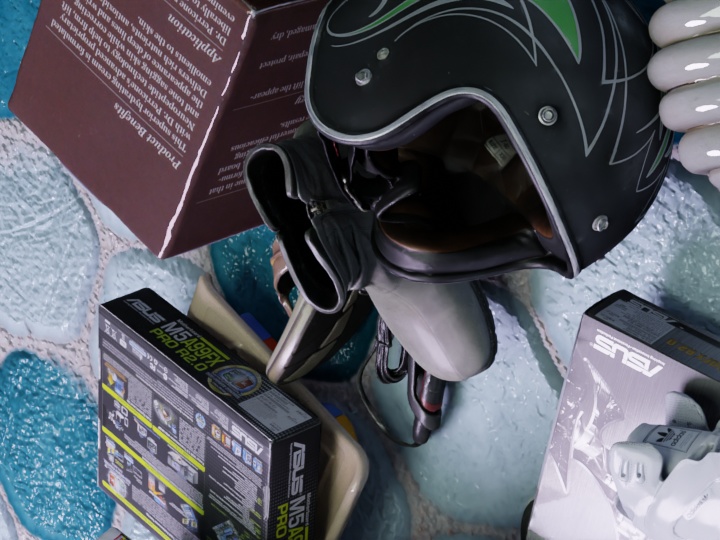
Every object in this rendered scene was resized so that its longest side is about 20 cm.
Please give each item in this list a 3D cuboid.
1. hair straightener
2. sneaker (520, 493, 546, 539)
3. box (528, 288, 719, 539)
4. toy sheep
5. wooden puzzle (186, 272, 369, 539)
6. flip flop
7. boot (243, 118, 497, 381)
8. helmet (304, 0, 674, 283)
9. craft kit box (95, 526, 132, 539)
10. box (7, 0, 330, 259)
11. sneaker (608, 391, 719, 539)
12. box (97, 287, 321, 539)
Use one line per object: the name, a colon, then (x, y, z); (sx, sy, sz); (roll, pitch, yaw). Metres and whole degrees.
hair straightener: (0.036, 0.027, 1.550); (0.077, 0.041, 0.201); (29, 127, 34)
sneaker: (0.128, 0.238, 1.495); (0.075, 0.088, 0.201); (-6, 99, 47)
box: (0.204, 0.124, 1.390); (0.200, 0.048, 0.159); (28, 123, 26)
toy sheep: (0.214, -0.105, 1.256); (0.138, 0.138, 0.201); (-6, 84, 45)
wooden puzzle: (-0.067, 0.124, 1.668); (0.200, 0.046, 0.186); (50, 139, 26)
flip flop: (-0.026, -0.019, 1.555); (0.057, 0.081, 0.201); (26, 118, 28)
boot: (0.000, 0.000, 1.439); (0.068, 0.131, 0.200); (-26, 100, 29)
helmet: (0.081, -0.091, 1.345); (0.190, 0.200, 0.201); (-5, 102, 17)
craft kit box: (-0.092, 0.287, 1.581); (0.197, 0.048, 0.200); (31, 148, 42)
box: (-0.091, -0.147, 1.512); (0.166, 0.164, 0.200); (44, 131, 23)
sneaker: (0.201, 0.097, 1.289); (0.115, 0.075, 0.200); (34, 136, 20)
box: (-0.107, 0.126, 1.641); (0.200, 0.044, 0.161); (34, 133, 40)
